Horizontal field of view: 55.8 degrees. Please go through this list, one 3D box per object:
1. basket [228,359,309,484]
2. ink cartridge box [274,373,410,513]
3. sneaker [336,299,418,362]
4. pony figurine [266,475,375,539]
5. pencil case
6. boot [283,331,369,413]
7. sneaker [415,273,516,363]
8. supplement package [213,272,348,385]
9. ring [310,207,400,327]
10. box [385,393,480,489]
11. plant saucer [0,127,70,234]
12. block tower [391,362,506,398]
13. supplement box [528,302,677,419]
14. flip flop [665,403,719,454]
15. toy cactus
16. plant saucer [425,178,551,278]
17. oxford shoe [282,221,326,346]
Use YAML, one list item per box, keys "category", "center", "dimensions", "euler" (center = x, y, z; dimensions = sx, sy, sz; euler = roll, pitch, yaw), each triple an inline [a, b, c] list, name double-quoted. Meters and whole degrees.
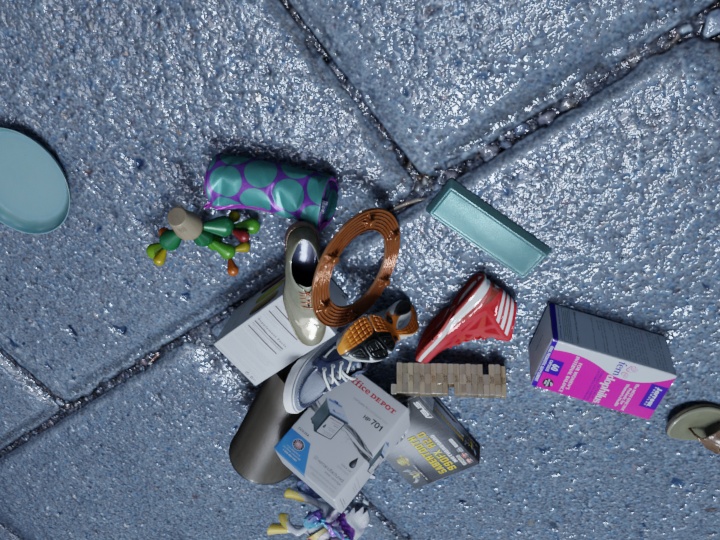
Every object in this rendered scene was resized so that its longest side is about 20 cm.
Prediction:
- category: "basket"
  center: [-0.145, 0.269, 1.272]
  dimensions: [0.135, 0.180, 0.201]
  euler: [29, 116, 7]
- category: "ink cartridge box"
  center: [-0.029, 0.288, 1.184]
  dimensions: [0.146, 0.200, 0.086]
  euler: [32, 157, 25]
- category: "sneaker"
  center: [0.015, 0.111, 1.113]
  dimensions: [0.092, 0.199, 0.076]
  euler: [-27, 84, 36]
- category: "pony figurine"
  center: [-0.065, 0.507, 1.401]
  dimensions: [0.198, 0.193, 0.168]
  euler: [14, 124, 27]
- category: "pencil case"
  center: [-0.138, -0.121, 1.057]
  dimensions: [0.198, 0.085, 0.093]
  euler: [13, 89, 7]
- category: "boot"
  center: [-0.049, 0.168, 1.146]
  dimensions: [0.089, 0.200, 0.073]
  euler: [1, 121, 27]
- category: "sneaker"
  center: [0.184, 0.108, 1.133]
  dimensions: [0.115, 0.079, 0.200]
  euler: [33, 125, -7]
- category: "supplement package"
  center: [-0.135, 0.087, 1.173]
  dimensions: [0.199, 0.114, 0.110]
  euler: [-34, 108, 27]
- category: "ring"
  center: [0.000, 0.000, 1.045]
  dimensions: [0.019, 0.200, 0.202]
  euler: [31, 130, 31]
- category: "box"
  center: [0.109, 0.317, 1.301]
  dimensions: [0.158, 0.048, 0.200]
  euler: [-31, 110, 28]
- category: "plant saucer"
  center: [-0.591, -0.157, 1.181]
  dimensions: [0.198, 0.028, 0.202]
  euler: [6, 123, 9]
- category: "block tower"
  center: [0.154, 0.192, 1.188]
  dimensions: [0.198, 0.058, 0.054]
  euler: [-2, 163, 8]
- category: "supplement box"
  center: [0.383, 0.145, 1.093]
  dimensions: [0.198, 0.104, 0.102]
  euler: [15, 124, 2]
- category: "flip flop"
  center: [0.622, 0.283, 1.149]
  dimensions: [0.198, 0.058, 0.082]
  euler: [15, 124, 4]
- category: "toy cactus"
  center: [-0.268, -0.052, 1.100]
  dimensions: [0.198, 0.103, 0.165]
  euler: [-3, 165, 8]
- category: "plant saucer"
  center: [0.199, -0.060, 1.057]
  dimensions: [0.199, 0.019, 0.070]
  euler: [33, 124, -9]
- category: "oxford shoe"
  center: [-0.086, 0.032, 1.031]
  dimensions: [0.070, 0.074, 0.202]
  euler: [-8, 111, -4]
